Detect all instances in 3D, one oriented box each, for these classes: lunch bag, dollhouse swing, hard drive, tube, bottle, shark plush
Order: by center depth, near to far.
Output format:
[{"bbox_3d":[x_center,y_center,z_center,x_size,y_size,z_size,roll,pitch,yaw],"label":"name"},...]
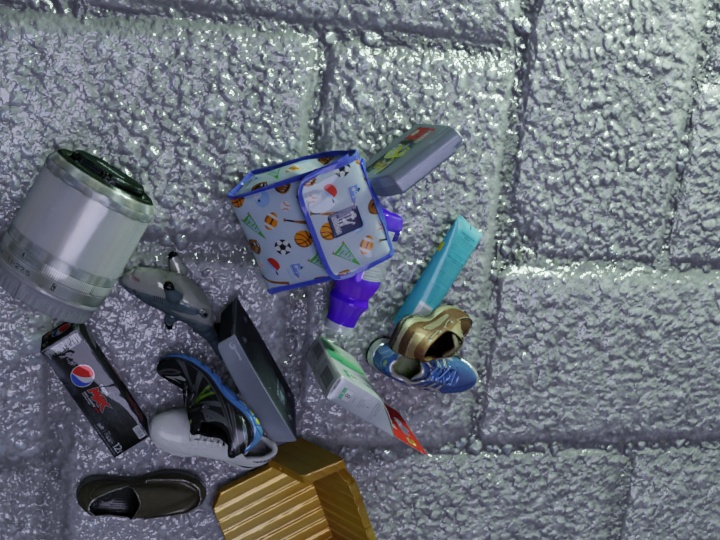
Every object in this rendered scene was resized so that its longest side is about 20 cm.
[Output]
[{"bbox_3d":[-0.066,-0.073,1.396,0.198,0.124,0.172,-11,114,21],"label":"lunch bag"},{"bbox_3d":[-0.267,0.056,1.460,0.083,0.091,0.200,-31,133,15],"label":"shark plush"},{"bbox_3d":[-0.156,0.155,1.466,0.042,0.135,0.201,-24,114,6],"label":"hard drive"},{"bbox_3d":[0.000,0.000,1.499,0.083,0.065,0.202,4,109,-62],"label":"bottle"},{"bbox_3d":[-0.105,0.404,1.535,0.175,0.181,0.202,-29,113,-30],"label":"dollhouse swing"},{"bbox_3d":[0.125,0.011,1.559,0.201,0.050,0.077,-57,142,1],"label":"tube"}]

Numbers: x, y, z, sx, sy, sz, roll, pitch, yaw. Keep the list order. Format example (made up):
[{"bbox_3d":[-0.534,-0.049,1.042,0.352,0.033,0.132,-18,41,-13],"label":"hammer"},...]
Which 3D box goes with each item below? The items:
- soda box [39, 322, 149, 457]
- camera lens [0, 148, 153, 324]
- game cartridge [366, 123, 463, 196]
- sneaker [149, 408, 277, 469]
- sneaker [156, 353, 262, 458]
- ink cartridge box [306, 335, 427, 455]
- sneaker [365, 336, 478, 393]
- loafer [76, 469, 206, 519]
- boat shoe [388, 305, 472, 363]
[{"bbox_3d":[-0.388,0.170,1.427,0.063,0.071,0.201,-30,111,-6],"label":"soda box"},{"bbox_3d":[-0.388,-0.051,1.321,0.159,0.160,0.201,29,95,-22],"label":"camera lens"},{"bbox_3d":[0.064,-0.161,1.412,0.133,0.200,0.041,-42,105,-4],"label":"game cartridge"},{"bbox_3d":[-0.223,0.253,1.486,0.198,0.080,0.077,17,72,-26],"label":"sneaker"},{"bbox_3d":[-0.233,0.197,1.436,0.199,0.071,0.083,40,65,17],"label":"sneaker"},{"bbox_3d":[0.017,0.193,1.513,0.199,0.161,0.050,31,98,-22],"label":"ink cartridge box"},{"bbox_3d":[0.106,0.167,1.579,0.198,0.077,0.077,13,99,-22],"label":"sneaker"},{"bbox_3d":[-0.334,0.356,1.495,0.197,0.070,0.076,-1,105,-17],"label":"loafer"},{"bbox_3d":[0.123,0.109,1.524,0.199,0.074,0.076,-12,127,-53],"label":"boat shoe"}]
